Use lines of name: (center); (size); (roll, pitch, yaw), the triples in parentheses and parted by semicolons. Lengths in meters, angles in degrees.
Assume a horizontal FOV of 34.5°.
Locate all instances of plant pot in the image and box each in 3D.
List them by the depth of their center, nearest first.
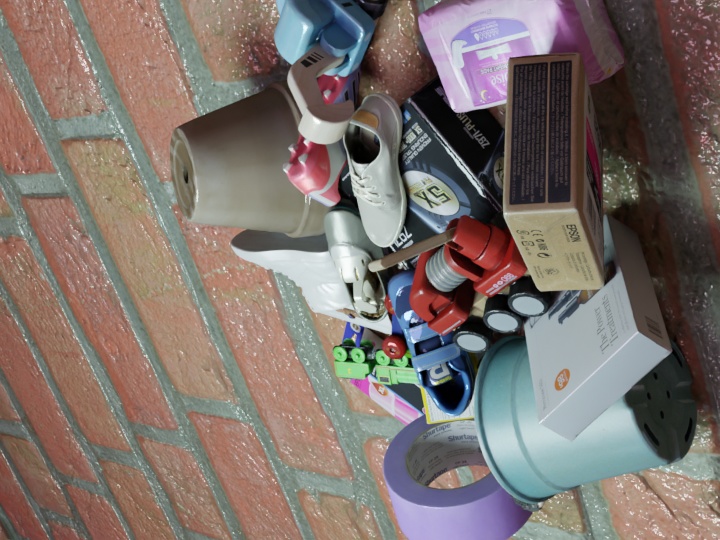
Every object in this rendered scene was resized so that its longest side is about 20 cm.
plant pot: (0.265, 0.157, 1.334); (0.195, 0.200, 0.202); (-18, 108, 43)
plant pot: (-0.143, -0.133, 1.459); (0.199, 0.171, 0.203); (171, 90, -67)

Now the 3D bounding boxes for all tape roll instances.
tape roll: (0.134, 0.275, 1.549); (0.198, 0.200, 0.086); (13, 132, 39)

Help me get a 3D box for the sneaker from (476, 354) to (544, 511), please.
sneaker: (0.215, 0.194, 1.448); (0.070, 0.092, 0.203); (-31, 72, 63)

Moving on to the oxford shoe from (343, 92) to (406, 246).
oxford shoe: (0.013, -0.108, 1.331); (0.075, 0.058, 0.202); (25, 137, 28)

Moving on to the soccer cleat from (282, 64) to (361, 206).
soccer cleat: (-0.033, -0.170, 1.374); (0.066, 0.202, 0.076); (-16, 135, 41)

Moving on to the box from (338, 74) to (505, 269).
box: (0.085, -0.110, 1.372); (0.164, 0.086, 0.200); (50, 143, 0)

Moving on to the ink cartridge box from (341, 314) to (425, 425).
ink cartridge box: (0.043, 0.157, 1.686); (0.199, 0.037, 0.095); (38, 141, 21)

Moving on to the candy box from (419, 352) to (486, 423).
candy box: (0.119, 0.103, 1.482); (0.101, 0.027, 0.203); (-6, 117, 11)

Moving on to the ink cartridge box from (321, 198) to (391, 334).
ink cartridge box: (-0.024, -0.013, 1.614); (0.161, 0.050, 0.202); (15, 140, 38)

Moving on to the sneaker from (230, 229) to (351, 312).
sneaker: (-0.090, 0.004, 1.593); (0.198, 0.074, 0.117); (10, 131, 39)

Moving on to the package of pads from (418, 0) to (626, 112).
package of pads: (0.164, -0.238, 1.190); (0.198, 0.075, 0.122); (-5, 116, 48)

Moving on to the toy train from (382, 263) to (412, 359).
toy train: (0.096, 0.032, 1.497); (0.114, 0.085, 0.203); (14, 125, 17)

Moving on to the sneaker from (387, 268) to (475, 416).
sneaker: (0.092, 0.090, 1.416); (0.073, 0.083, 0.202); (-20, 114, 17)

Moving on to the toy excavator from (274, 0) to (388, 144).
toy excavator: (-0.047, -0.248, 1.298); (0.194, 0.200, 0.100); (43, 143, 10)

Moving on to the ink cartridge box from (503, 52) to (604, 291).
ink cartridge box: (0.194, -0.091, 1.140); (0.074, 0.167, 0.200); (-2, 159, 19)

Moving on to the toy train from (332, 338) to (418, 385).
toy train: (0.048, 0.131, 1.616); (0.197, 0.042, 0.057); (3, 112, 30)

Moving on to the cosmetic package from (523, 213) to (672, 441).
cosmetic package: (0.242, 0.057, 1.223); (0.051, 0.201, 0.151); (27, 122, -18)

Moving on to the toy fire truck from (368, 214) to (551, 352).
toy fire truck: (0.097, 0.002, 1.291); (0.198, 0.130, 0.176); (27, 146, -17)

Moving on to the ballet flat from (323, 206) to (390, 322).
ballet flat: (0.000, 0.000, 1.470); (0.066, 0.064, 0.201); (0, 147, 19)
